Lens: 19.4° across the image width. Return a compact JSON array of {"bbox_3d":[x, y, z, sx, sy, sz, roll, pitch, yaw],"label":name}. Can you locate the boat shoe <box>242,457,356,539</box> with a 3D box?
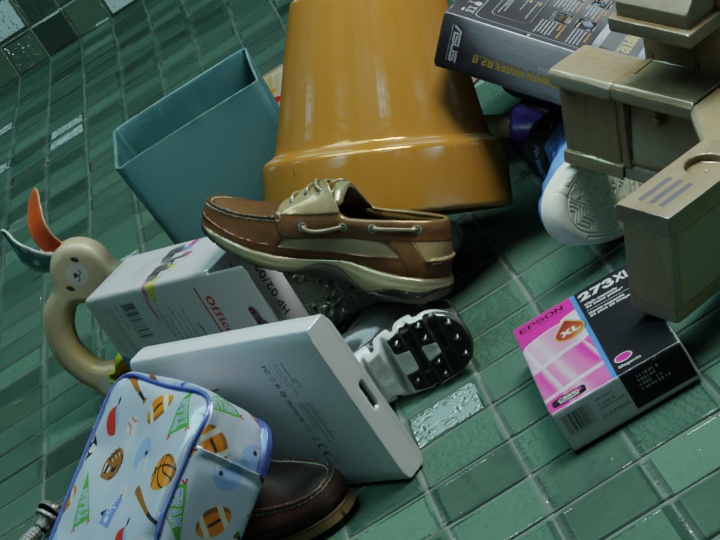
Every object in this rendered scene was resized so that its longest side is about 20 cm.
[{"bbox_3d":[-0.095,0.161,1.482,0.200,0.070,0.070,-16,22,37],"label":"boat shoe"}]

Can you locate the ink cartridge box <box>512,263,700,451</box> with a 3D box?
[{"bbox_3d":[0.158,0.048,1.412,0.095,0.037,0.200,-31,17,5],"label":"ink cartridge box"}]

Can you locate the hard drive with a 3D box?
[{"bbox_3d":[-0.062,0.099,1.485,0.200,0.132,0.026,-11,29,47],"label":"hard drive"}]

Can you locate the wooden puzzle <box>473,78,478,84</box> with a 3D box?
[{"bbox_3d":[0.100,-0.193,1.887,0.200,0.037,0.185,-40,6,-13],"label":"wooden puzzle"}]

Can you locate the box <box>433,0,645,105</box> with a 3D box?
[{"bbox_3d":[0.164,-0.193,1.670,0.158,0.048,0.200,19,31,12],"label":"box"}]

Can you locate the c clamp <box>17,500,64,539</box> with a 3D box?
[{"bbox_3d":[-0.274,0.236,1.651,0.200,0.027,0.171,-44,21,-28],"label":"c clamp"}]

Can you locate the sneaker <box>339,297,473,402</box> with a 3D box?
[{"bbox_3d":[-0.007,0.073,1.572,0.200,0.066,0.091,-25,17,12],"label":"sneaker"}]

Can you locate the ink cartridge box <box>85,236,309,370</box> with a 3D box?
[{"bbox_3d":[-0.112,0.037,1.677,0.200,0.115,0.068,-12,28,45],"label":"ink cartridge box"}]

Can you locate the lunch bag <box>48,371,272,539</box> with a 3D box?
[{"bbox_3d":[-0.144,0.165,1.426,0.160,0.076,0.200,6,70,55],"label":"lunch bag"}]

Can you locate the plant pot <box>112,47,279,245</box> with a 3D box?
[{"bbox_3d":[-0.102,-0.063,1.846,0.141,0.200,0.141,-32,19,3],"label":"plant pot"}]

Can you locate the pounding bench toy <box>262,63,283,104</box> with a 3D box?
[{"bbox_3d":[-0.013,-0.145,2.023,0.200,0.124,0.156,-31,19,5],"label":"pounding bench toy"}]

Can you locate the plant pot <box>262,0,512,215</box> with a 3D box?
[{"bbox_3d":[0.014,-0.132,1.703,0.200,0.183,0.200,-7,0,0],"label":"plant pot"}]

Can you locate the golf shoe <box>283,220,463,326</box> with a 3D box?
[{"bbox_3d":[0.000,0.000,1.759,0.200,0.078,0.097,-10,11,40],"label":"golf shoe"}]

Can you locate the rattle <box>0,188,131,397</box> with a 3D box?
[{"bbox_3d":[-0.248,0.040,1.824,0.130,0.200,0.143,-20,23,34],"label":"rattle"}]

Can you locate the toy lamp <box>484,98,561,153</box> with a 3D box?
[{"bbox_3d":[0.130,-0.127,1.859,0.058,0.058,0.200,-39,18,-16],"label":"toy lamp"}]

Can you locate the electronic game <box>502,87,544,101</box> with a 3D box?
[{"bbox_3d":[0.219,-0.184,1.817,0.200,0.042,0.200,-12,18,4],"label":"electronic game"}]

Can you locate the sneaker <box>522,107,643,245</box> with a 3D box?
[{"bbox_3d":[0.165,-0.074,1.626,0.111,0.077,0.200,-8,26,40],"label":"sneaker"}]

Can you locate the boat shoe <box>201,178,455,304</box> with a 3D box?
[{"bbox_3d":[-0.019,-0.034,1.570,0.200,0.074,0.076,14,18,18],"label":"boat shoe"}]

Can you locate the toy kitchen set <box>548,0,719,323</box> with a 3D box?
[{"bbox_3d":[0.179,-0.101,1.410,0.200,0.163,0.180,19,42,40],"label":"toy kitchen set"}]
